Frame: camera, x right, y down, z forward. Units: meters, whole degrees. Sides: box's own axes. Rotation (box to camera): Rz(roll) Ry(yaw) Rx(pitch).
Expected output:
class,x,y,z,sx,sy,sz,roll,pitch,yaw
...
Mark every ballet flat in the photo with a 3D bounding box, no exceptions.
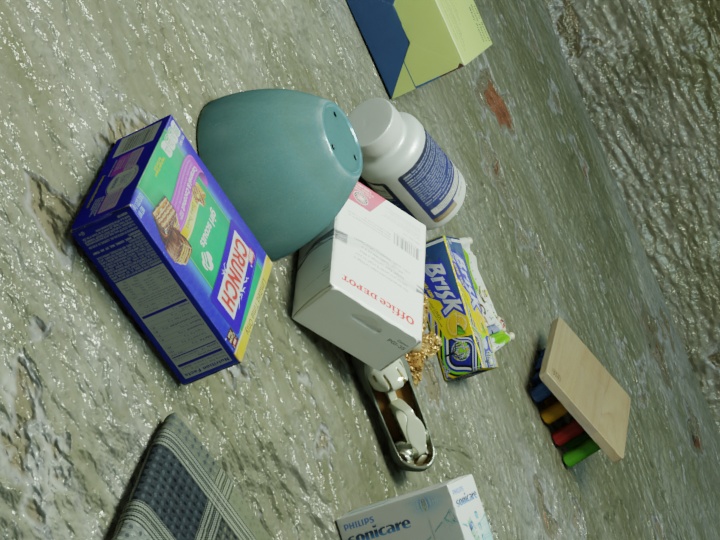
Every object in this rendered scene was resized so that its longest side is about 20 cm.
class,x,y,z,sx,sy,sz,roll,pitch,yaw
ballet flat,0.045,0.155,1.740,0.201,0.067,0.064,69,-18,-6

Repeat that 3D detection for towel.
class,x,y,z,sx,sy,sz,roll,pitch,yaw
towel,-0.149,0.259,1.291,0.201,0.034,0.193,57,23,-23

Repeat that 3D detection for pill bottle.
class,x,y,z,sx,sy,sz,roll,pitch,yaw
pill bottle,0.058,-0.151,1.980,0.200,0.110,0.112,45,33,-45

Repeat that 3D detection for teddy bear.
class,x,y,z,sx,sy,sz,roll,pitch,yaw
teddy bear,0.056,0.066,1.852,0.146,0.066,0.200,62,23,-11

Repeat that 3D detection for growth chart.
class,x,y,z,sx,sy,sz,roll,pitch,yaw
growth chart,0.183,0.038,2.225,0.201,0.018,0.145,66,24,-5

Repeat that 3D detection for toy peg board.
class,x,y,z,sx,sy,sz,roll,pitch,yaw
toy peg board,0.353,0.219,2.387,0.199,0.098,0.200,48,27,-10

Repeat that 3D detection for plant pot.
class,x,y,z,sx,sy,sz,roll,pitch,yaw
plant pot,-0.077,-0.127,1.630,0.200,0.134,0.201,47,32,-42

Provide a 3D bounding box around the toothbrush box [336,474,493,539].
class,x,y,z,sx,sy,sz,roll,pitch,yaw
toothbrush box,0.079,0.346,1.570,0.085,0.146,0.202,-1,72,-66

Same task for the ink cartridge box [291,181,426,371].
class,x,y,z,sx,sy,sz,roll,pitch,yaw
ink cartridge box,0.000,0.000,1.714,0.146,0.083,0.201,33,39,-25

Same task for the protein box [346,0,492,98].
class,x,y,z,sx,sy,sz,roll,pitch,yaw
protein box,0.092,-0.405,2.236,0.200,0.134,0.200,65,24,-10

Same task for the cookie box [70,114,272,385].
class,x,y,z,sx,sy,sz,roll,pitch,yaw
cookie box,-0.179,-0.021,1.387,0.201,0.075,0.172,58,25,-28

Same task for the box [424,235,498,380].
class,x,y,z,sx,sy,sz,roll,pitch,yaw
box,0.134,0.054,2.039,0.070,0.064,0.202,6,65,-65
